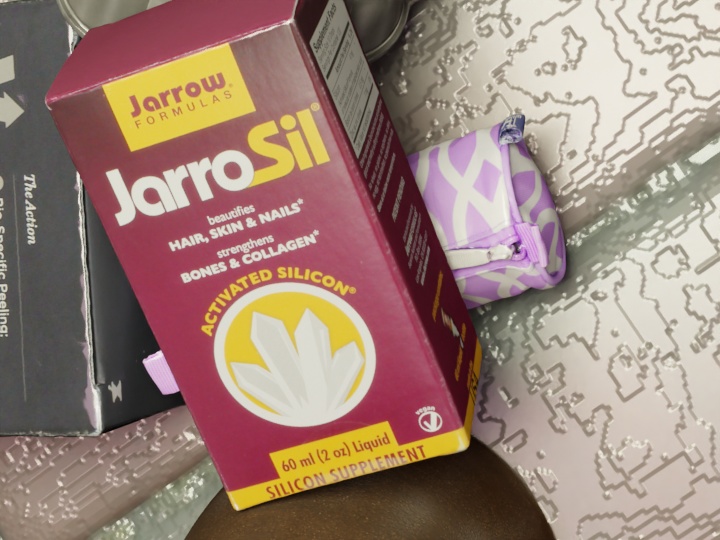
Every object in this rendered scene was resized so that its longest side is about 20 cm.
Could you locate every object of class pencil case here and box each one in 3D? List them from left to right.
[{"bbox_3d":[0.000,0.000,0.952,0.199,0.086,0.084,-20,122,19],"label":"pencil case"}]

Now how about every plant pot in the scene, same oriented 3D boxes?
[{"bbox_3d":[-0.017,0.164,0.905,0.186,0.200,0.188,1,93,15],"label":"plant pot"}]

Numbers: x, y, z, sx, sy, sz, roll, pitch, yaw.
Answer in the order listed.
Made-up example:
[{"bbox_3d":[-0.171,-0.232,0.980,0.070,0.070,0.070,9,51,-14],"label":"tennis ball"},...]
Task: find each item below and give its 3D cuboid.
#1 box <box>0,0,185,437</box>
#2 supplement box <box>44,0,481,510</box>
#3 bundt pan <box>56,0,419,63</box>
[{"bbox_3d":[-0.197,-0.022,0.991,0.199,0.117,0.198,-2,92,17],"label":"box"},{"bbox_3d":[-0.034,-0.015,0.852,0.110,0.086,0.201,-17,113,15],"label":"supplement box"},{"bbox_3d":[-0.051,-0.181,0.911,0.201,0.076,0.203,5,68,-13],"label":"bundt pan"}]
